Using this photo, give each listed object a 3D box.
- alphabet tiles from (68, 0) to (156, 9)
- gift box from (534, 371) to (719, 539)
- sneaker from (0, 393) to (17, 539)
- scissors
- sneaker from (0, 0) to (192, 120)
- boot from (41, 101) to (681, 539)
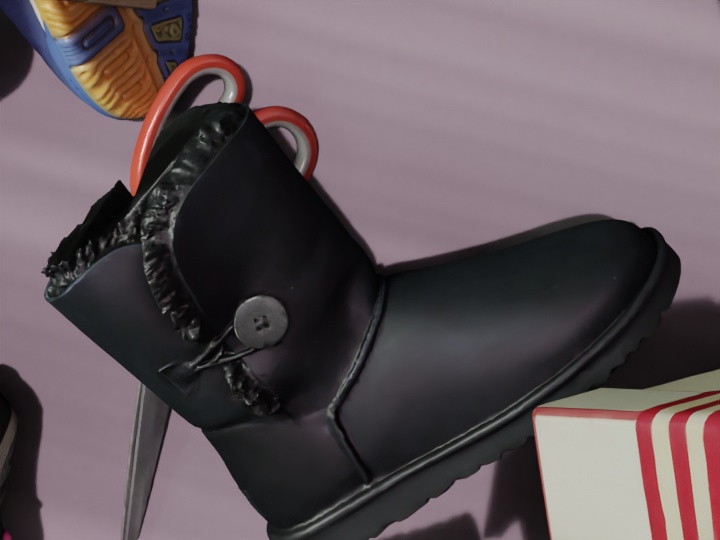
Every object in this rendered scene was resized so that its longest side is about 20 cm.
[{"bbox_3d":[-0.130,-0.184,0.855,0.199,0.006,0.167,1,85,-43],"label":"alphabet tiles"},{"bbox_3d":[0.176,0.127,0.781,0.186,0.184,0.201,-10,90,-33],"label":"gift box"},{"bbox_3d":[-0.153,0.144,0.913,0.087,0.074,0.201,16,74,-31],"label":"sneaker"},{"bbox_3d":[-0.081,0.013,0.924,0.073,0.014,0.201,23,96,-28],"label":"scissors"},{"bbox_3d":[-0.140,-0.146,0.905,0.075,0.088,0.200,-44,114,-39],"label":"sneaker"},{"bbox_3d":[0.000,0.000,0.882,0.200,0.076,0.168,-36,110,8],"label":"boot"}]
